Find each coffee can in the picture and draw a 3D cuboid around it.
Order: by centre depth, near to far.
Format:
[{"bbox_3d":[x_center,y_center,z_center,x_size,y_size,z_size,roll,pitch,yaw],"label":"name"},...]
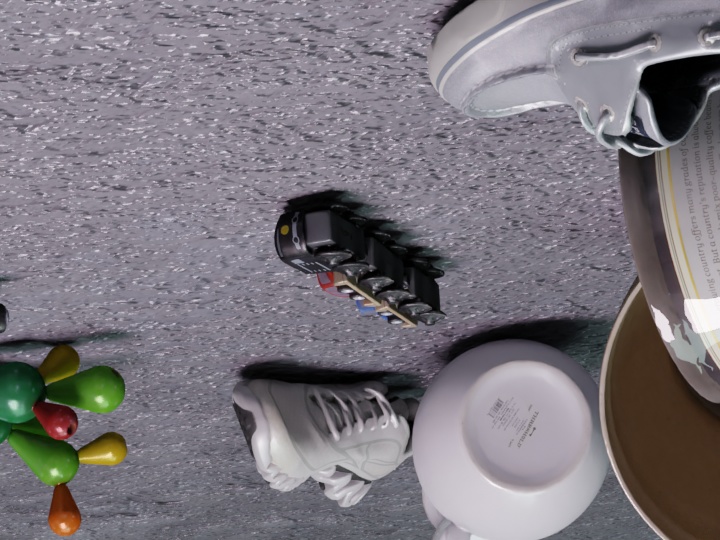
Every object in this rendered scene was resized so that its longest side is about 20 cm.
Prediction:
[{"bbox_3d":[0.224,-0.037,1.162,0.199,0.148,0.146,-14,165,26],"label":"coffee can"}]

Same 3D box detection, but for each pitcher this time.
[{"bbox_3d":[0.078,0.133,1.752,0.121,0.172,0.200,28,167,1],"label":"pitcher"}]

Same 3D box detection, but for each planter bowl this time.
[{"bbox_3d":[0.222,0.047,1.468,0.199,0.202,0.135,-8,-166,5],"label":"planter bowl"}]

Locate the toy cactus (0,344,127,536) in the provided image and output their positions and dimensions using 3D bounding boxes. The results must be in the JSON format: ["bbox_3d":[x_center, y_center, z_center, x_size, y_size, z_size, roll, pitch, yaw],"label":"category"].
[{"bbox_3d":[-0.233,0.088,1.601,0.199,0.103,0.165,-6,159,37],"label":"toy cactus"}]

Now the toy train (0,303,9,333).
[{"bbox_3d":[-0.276,0.028,1.416,0.199,0.042,0.056,-2,176,-20],"label":"toy train"}]

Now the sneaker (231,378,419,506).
[{"bbox_3d":[-0.018,0.096,1.774,0.081,0.076,0.200,-25,164,16],"label":"sneaker"}]

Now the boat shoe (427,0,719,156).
[{"bbox_3d":[0.107,-0.083,1.075,0.200,0.072,0.070,-18,162,39],"label":"boat shoe"}]

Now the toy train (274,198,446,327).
[{"bbox_3d":[0.000,0.000,1.442,0.045,0.034,0.200,-7,166,17],"label":"toy train"}]
